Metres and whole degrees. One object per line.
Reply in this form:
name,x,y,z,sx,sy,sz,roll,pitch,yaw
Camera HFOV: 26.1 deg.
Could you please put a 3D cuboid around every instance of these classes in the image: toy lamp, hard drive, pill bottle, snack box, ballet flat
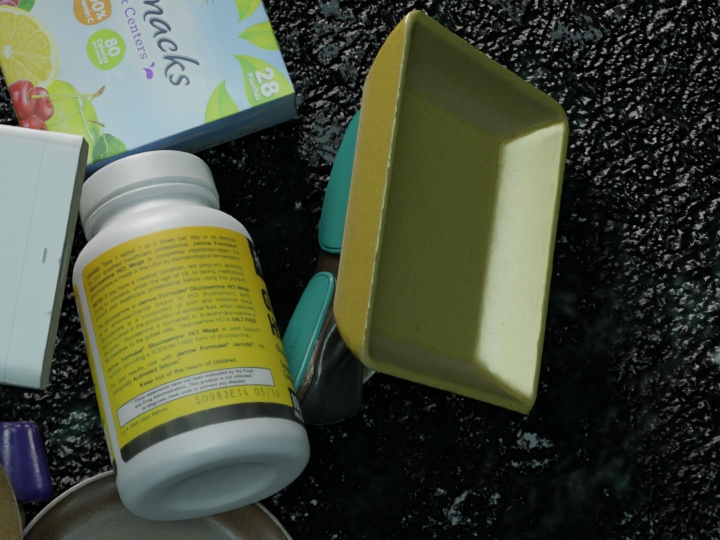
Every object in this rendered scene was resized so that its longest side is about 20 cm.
toy lamp,-0.212,0.191,0.930,0.058,0.058,0.201,0,82,-1
hard drive,-0.250,-0.018,0.799,0.199,0.026,0.132,8,81,0
pill bottle,-0.106,0.036,0.916,0.112,0.113,0.200,-15,66,-3
snack box,-0.149,-0.168,0.981,0.168,0.068,0.201,-19,83,-4
ballet flat,0.000,0.000,0.961,0.068,0.068,0.201,18,92,-29

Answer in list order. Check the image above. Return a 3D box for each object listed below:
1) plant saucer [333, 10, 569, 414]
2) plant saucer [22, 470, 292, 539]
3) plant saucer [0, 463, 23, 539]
plant saucer,0.050,-0.027,0.924,0.048,0.200,0.201,1,79,35
plant saucer,-0.121,0.215,0.912,0.200,0.032,0.201,8,69,-21
plant saucer,-0.284,0.177,0.894,0.200,0.035,0.201,-9,70,26
